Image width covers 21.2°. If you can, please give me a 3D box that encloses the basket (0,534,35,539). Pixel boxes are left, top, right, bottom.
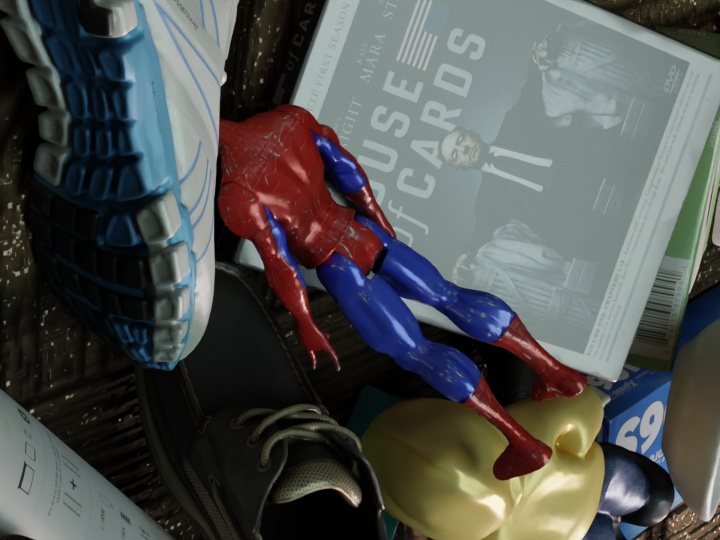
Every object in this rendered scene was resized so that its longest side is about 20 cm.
[{"bbox_3d":[-0.147,0.188,0.592,0.200,0.136,0.180,-40,134,2],"label":"basket"}]

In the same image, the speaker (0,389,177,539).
[{"bbox_3d":[-0.117,0.103,0.689,0.081,0.081,0.200,-56,144,-14],"label":"speaker"}]

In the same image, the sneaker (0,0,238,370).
[{"bbox_3d":[-0.070,-0.059,0.671,0.087,0.075,0.201,-38,136,-42],"label":"sneaker"}]

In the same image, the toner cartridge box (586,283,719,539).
[{"bbox_3d":[0.177,0.079,1.091,0.199,0.043,0.096,-27,130,-42],"label":"toner cartridge box"}]

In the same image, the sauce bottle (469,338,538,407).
[{"bbox_3d":[0.082,-0.002,0.903,0.066,0.066,0.201,-30,129,-40],"label":"sauce bottle"}]

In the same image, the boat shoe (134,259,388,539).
[{"bbox_3d":[-0.023,0.081,0.718,0.074,0.201,0.073,-14,164,-34],"label":"boat shoe"}]

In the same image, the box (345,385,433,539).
[{"bbox_3d":[0.001,0.160,0.901,0.082,0.049,0.201,22,91,-55],"label":"box"}]

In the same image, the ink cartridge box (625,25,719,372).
[{"bbox_3d":[0.161,-0.052,0.983,0.200,0.048,0.147,-56,155,-67],"label":"ink cartridge box"}]

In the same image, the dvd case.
[{"bbox_3d":[0.053,-0.049,0.805,0.199,0.025,0.151,17,95,-30],"label":"dvd case"}]

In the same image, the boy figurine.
[{"bbox_3d":[0.068,0.105,0.860,0.200,0.064,0.125,19,97,-53],"label":"boy figurine"}]

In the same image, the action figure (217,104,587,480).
[{"bbox_3d":[0.000,0.000,0.744,0.200,0.052,0.066,44,61,-19],"label":"action figure"}]

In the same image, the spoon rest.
[{"bbox_3d":[0.189,0.036,0.945,0.201,0.060,0.100,-68,162,-45],"label":"spoon rest"}]
